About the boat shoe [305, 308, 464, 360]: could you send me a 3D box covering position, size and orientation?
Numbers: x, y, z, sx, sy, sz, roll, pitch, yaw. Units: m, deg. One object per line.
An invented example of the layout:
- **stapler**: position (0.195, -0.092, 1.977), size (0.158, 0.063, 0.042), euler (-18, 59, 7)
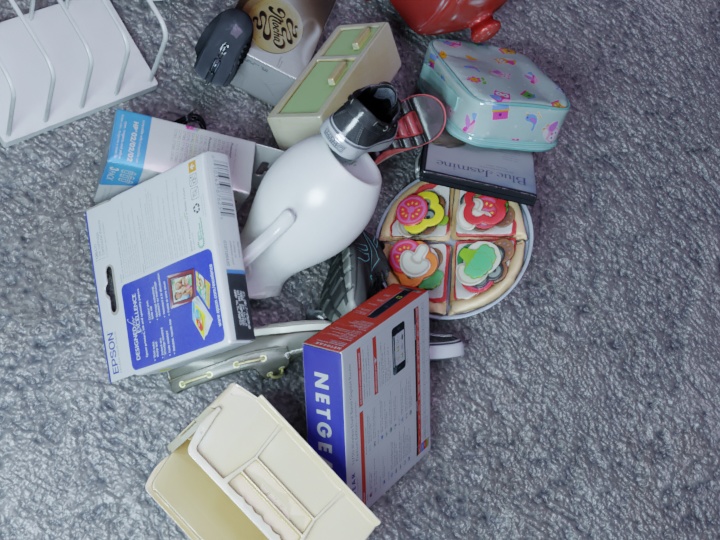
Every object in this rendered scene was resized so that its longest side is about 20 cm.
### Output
- **boat shoe**: position (0.029, 0.072, 1.233), size (0.198, 0.074, 0.069), euler (3, 84, -12)

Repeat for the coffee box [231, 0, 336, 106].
- **coffee box**: position (-0.101, -0.320, 1.322), size (0.112, 0.080, 0.201), euler (26, 63, -9)

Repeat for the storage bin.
- **storage bin**: position (-0.108, 0.230, 1.043), size (0.199, 0.200, 0.094), euler (46, 60, 0)

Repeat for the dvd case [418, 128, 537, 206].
- **dvd case**: position (0.147, -0.147, 1.312), size (0.141, 0.018, 0.200), euler (13, 32, -1)

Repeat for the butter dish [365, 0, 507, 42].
- **butter dish**: position (0.138, -0.372, 1.380), size (0.199, 0.199, 0.149), euler (-24, 88, -28)

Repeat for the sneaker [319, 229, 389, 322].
- **sneaker**: position (0.000, 0.000, 1.204), size (0.079, 0.076, 0.201), euler (25, 28, -17)

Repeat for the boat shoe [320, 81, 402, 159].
- **boat shoe**: position (0.014, -0.175, 1.144), size (0.070, 0.066, 0.200), euler (47, 23, 2)

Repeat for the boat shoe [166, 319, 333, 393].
- **boat shoe**: position (-0.115, 0.092, 1.153), size (0.200, 0.072, 0.061), euler (-8, 87, -6)

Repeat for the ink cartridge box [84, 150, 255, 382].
- **ink cartridge box**: position (-0.203, 0.002, 1.098), size (0.047, 0.199, 0.199), euler (1, 75, -48)

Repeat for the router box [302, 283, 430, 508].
- **router box**: position (0.012, 0.138, 1.116), size (0.179, 0.049, 0.202), euler (-30, 124, -52)

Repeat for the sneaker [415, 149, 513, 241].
- **sneaker**: position (0.134, -0.080, 1.340), size (0.075, 0.081, 0.201), euler (-32, 64, 5)

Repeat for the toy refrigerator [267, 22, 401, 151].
- **toy refrigerator**: position (-0.029, -0.219, 1.255), size (0.201, 0.075, 0.070), euler (-58, 140, -38)

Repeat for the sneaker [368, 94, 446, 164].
- **sneaker**: position (0.013, -0.159, 1.306), size (0.199, 0.087, 0.074), euler (-19, 98, 5)

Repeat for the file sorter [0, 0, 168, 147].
- **file sorter**: position (-0.338, -0.258, 1.177), size (0.199, 0.125, 0.139), euler (-28, 82, -28)

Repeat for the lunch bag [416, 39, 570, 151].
- **lunch bag**: position (0.164, -0.229, 1.358), size (0.159, 0.078, 0.200), euler (-1, 34, -20)

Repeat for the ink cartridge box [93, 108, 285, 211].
- **ink cartridge box**: position (-0.191, -0.106, 1.184), size (0.198, 0.115, 0.068), euler (12, 67, -17)

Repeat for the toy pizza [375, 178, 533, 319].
- **toy pizza**: position (0.109, -0.039, 1.269), size (0.198, 0.032, 0.202), euler (-6, 67, 15)

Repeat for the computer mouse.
- **computer mouse**: position (-0.184, -0.215, 1.224), size (0.058, 0.034, 0.201), euler (26, 93, -10)

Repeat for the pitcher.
- **pitcher**: position (-0.078, -0.048, 1.130), size (0.121, 0.200, 0.172), euler (45, 25, 0)
